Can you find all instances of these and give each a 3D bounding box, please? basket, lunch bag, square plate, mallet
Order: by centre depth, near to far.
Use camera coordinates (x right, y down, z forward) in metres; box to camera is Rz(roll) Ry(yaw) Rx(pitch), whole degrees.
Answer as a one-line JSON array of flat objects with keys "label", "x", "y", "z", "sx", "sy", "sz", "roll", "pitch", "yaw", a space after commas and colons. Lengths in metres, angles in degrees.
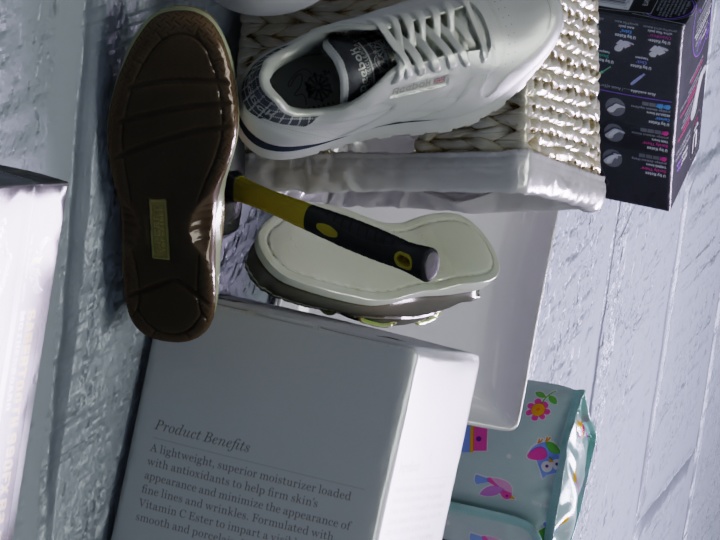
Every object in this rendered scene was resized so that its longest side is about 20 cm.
[{"label": "mallet", "x": -0.034, "y": -0.023, "z": 1.462, "sx": 0.041, "sy": 0.200, "sz": 0.066, "roll": -16, "pitch": 126, "yaw": -43}, {"label": "basket", "x": 0.038, "y": -0.119, "z": 1.592, "sx": 0.200, "sy": 0.197, "sz": 0.162, "roll": 2, "pitch": 90, "yaw": -71}, {"label": "square plate", "x": 0.035, "y": -0.002, "z": 1.757, "sx": 0.028, "sy": 0.199, "sz": 0.199, "roll": 13, "pitch": -88, "yaw": 66}, {"label": "lunch bag", "x": 0.078, "y": 0.183, "z": 1.960, "sx": 0.122, "sy": 0.169, "sz": 0.201, "roll": 67, "pitch": 35, "yaw": -63}]

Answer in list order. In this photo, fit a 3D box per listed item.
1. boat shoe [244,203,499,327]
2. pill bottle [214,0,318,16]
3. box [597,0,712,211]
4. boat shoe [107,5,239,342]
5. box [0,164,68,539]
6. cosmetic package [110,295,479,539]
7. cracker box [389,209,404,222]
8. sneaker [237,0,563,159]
[{"label": "boat shoe", "x": 0.001, "y": 0.003, "z": 1.600, "sx": 0.201, "sy": 0.072, "sz": 0.060, "roll": 0, "pitch": 147, "yaw": -46}, {"label": "pill bottle", "x": -0.056, "y": -0.238, "z": 1.377, "sx": 0.109, "sy": 0.109, "sz": 0.201, "roll": -61, "pitch": 156, "yaw": -43}, {"label": "box", "x": 0.258, "y": -0.176, "z": 2.395, "sx": 0.122, "sy": 0.105, "sz": 0.201, "roll": -57, "pitch": 153, "yaw": -51}, {"label": "boat shoe", "x": -0.103, "y": -0.063, "z": 1.438, "sx": 0.076, "sy": 0.071, "sz": 0.201, "roll": -77, "pitch": 176, "yaw": -59}, {"label": "box", "x": -0.204, "y": 0.052, "z": 1.206, "sx": 0.158, "sy": 0.048, "sz": 0.201, "roll": -14, "pitch": 114, "yaw": -71}, {"label": "cosmetic package", "x": -0.040, "y": 0.127, "z": 1.570, "sx": 0.165, "sy": 0.164, "sz": 0.201, "roll": 14, "pitch": 89, "yaw": -73}, {"label": "cracker box", "x": 0.040, "y": -0.053, "z": 1.879, "sx": 0.200, "sy": 0.057, "sz": 0.135, "roll": 53, "pitch": 52, "yaw": -68}, {"label": "sneaker", "x": 0.026, "y": -0.116, "z": 1.431, "sx": 0.081, "sy": 0.199, "sz": 0.077, "roll": 118, "pitch": -52, "yaw": -73}]
